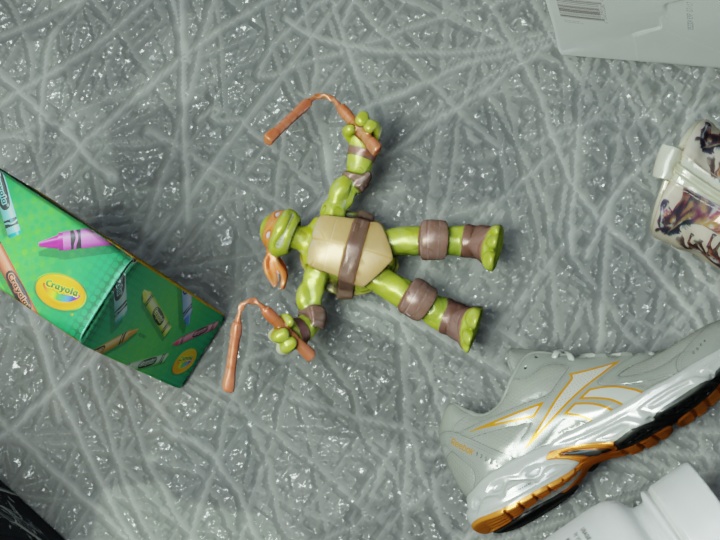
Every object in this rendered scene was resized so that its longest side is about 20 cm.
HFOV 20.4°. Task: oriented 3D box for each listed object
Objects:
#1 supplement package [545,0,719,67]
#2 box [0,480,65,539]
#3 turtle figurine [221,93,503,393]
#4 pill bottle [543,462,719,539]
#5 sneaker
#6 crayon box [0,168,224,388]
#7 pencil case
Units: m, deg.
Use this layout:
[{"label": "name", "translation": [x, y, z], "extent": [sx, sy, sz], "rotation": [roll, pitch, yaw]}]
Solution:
[{"label": "supplement package", "translation": [0.191, -0.246, 1.190], "extent": [0.146, 0.191, 0.202], "rotation": [7, 79, 11]}, {"label": "box", "translation": [-0.304, 0.137, 1.214], "extent": [0.200, 0.182, 0.104], "rotation": [40, 88, 15]}, {"label": "turtle figurine", "translation": [0.000, 0.000, 1.244], "extent": [0.160, 0.064, 0.201], "rotation": [16, 73, 6]}, {"label": "pill bottle", "translation": [0.133, 0.205, 1.150], "extent": [0.199, 0.113, 0.114], "rotation": [-35, 74, 3]}, {"label": "sneaker", "translation": [0.134, 0.072, 1.200], "extent": [0.199, 0.076, 0.092], "rotation": [-31, 70, 2]}, {"label": "crayon box", "translation": [-0.167, 0.005, 1.204], "extent": [0.118, 0.200, 0.058], "rotation": [32, 87, 15]}, {"label": "pencil case", "translation": [0.264, -0.014, 1.182], "extent": [0.199, 0.089, 0.078], "rotation": [30, 83, 16]}]
